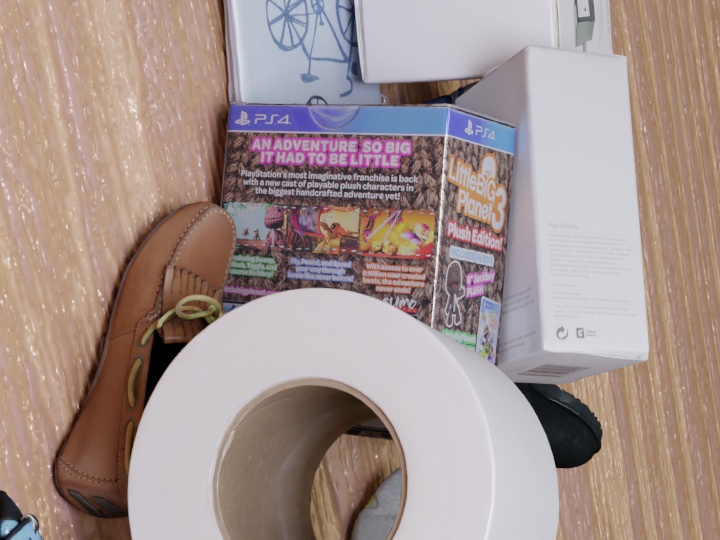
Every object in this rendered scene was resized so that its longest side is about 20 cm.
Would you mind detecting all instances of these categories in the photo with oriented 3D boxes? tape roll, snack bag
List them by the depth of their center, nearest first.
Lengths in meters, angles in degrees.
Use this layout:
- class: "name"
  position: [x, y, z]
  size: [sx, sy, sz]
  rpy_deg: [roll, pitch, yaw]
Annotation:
- class: "tape roll"
  position: [-0.006, 0.120, 0.930]
  size: [0.139, 0.202, 0.204]
  rpy_deg: [28, 63, -67]
- class: "snack bag"
  position: [-0.035, -0.120, 1.196]
  size: [0.188, 0.021, 0.201]
  rpy_deg: [-20, 107, -58]

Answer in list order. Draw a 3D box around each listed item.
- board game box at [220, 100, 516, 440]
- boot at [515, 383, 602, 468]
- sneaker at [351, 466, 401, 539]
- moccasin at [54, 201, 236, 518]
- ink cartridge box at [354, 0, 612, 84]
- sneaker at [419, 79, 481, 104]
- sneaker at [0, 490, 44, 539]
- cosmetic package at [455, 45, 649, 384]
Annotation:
- class: "board game box"
  position: [0.000, 0.000, 1.085]
  size: [0.097, 0.159, 0.201]
  rpy_deg: [7, 87, -60]
- class: "boot"
  position: [0.122, 0.163, 1.394]
  size: [0.198, 0.073, 0.163]
  rpy_deg: [42, 50, -42]
- class: "sneaker"
  position: [0.029, 0.236, 1.242]
  size: [0.201, 0.075, 0.105]
  rpy_deg: [-65, 152, -26]
- class: "moccasin"
  position: [-0.109, 0.047, 0.997]
  size: [0.074, 0.077, 0.202]
  rpy_deg: [57, 41, -39]
- class: "ink cartridge box"
  position: [0.094, -0.183, 1.267]
  size: [0.200, 0.145, 0.084]
  rpy_deg: [-23, 110, -70]
- class: "sneaker"
  position: [0.063, -0.101, 1.312]
  size: [0.200, 0.089, 0.079]
  rpy_deg: [3, 73, -80]
- class: "sneaker"
  position: [-0.168, 0.158, 0.889]
  size: [0.200, 0.078, 0.090]
  rpy_deg: [15, 72, -59]
- class: "cosmetic package"
  position: [0.121, -0.033, 1.127]
  size: [0.081, 0.113, 0.201]
  rpy_deg: [5, 77, -22]
